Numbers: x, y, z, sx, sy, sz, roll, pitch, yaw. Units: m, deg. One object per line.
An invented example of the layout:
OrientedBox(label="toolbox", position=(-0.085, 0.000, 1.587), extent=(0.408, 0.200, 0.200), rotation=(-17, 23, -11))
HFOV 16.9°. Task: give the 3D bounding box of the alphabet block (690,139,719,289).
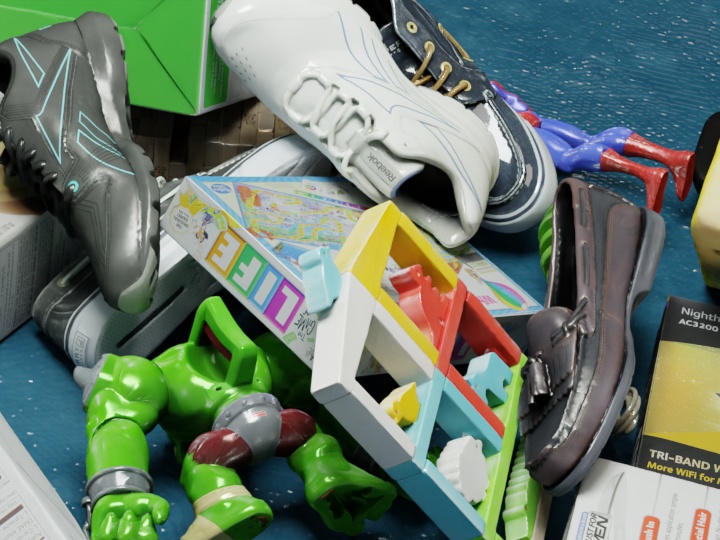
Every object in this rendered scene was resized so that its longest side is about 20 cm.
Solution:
OrientedBox(label="alphabet block", position=(0.312, -0.062, 1.362), extent=(0.199, 0.196, 0.197), rotation=(19, 82, 13))

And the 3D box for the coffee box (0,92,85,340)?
OrientedBox(label="coffee box", position=(-0.235, -0.016, 1.342), extent=(0.113, 0.080, 0.200), rotation=(29, 43, 19))

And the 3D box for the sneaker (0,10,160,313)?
OrientedBox(label="sneaker", position=(-0.155, -0.054, 1.307), extent=(0.079, 0.076, 0.201), rotation=(-6, 50, -16))

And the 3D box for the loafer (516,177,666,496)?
OrientedBox(label="loafer", position=(0.109, 0.031, 1.284), extent=(0.063, 0.072, 0.201), rotation=(33, 46, -12))

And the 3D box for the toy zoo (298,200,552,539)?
OrientedBox(label="toy zoo", position=(0.036, 0.056, 1.234), extent=(0.020, 0.200, 0.132), rotation=(-22, 33, 32))

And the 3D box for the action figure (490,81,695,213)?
OrientedBox(label="action figure", position=(0.107, -0.081, 1.512), extent=(0.199, 0.052, 0.065), rotation=(25, 36, 26))

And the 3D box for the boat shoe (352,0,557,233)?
OrientedBox(label="boat shoe", position=(0.038, -0.107, 1.461), extent=(0.071, 0.091, 0.201), rotation=(-42, 58, 6))

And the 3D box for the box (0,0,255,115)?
OrientedBox(label="box", position=(-0.143, -0.168, 1.465), extent=(0.199, 0.097, 0.176), rotation=(11, 16, 20))

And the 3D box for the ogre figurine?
OrientedBox(label="ogre figurine", position=(-0.061, 0.084, 1.244), extent=(0.199, 0.098, 0.120), rotation=(-21, 58, -15))

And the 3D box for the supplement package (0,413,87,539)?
OrientedBox(label="supplement package", position=(-0.192, 0.130, 1.121), extent=(0.109, 0.114, 0.200), rotation=(-38, 52, -5))

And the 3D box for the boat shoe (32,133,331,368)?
OrientedBox(label="boat shoe", position=(-0.102, -0.023, 1.366), extent=(0.071, 0.072, 0.200), rotation=(33, 56, 30))

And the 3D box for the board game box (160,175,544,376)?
OrientedBox(label="board game box", position=(0.000, 0.000, 1.329), extent=(0.134, 0.034, 0.199), rotation=(42, 23, 26))

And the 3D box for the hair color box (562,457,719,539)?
OrientedBox(label="hair color box", position=(0.194, 0.173, 1.210), extent=(0.199, 0.064, 0.111), rotation=(15, 39, 6))

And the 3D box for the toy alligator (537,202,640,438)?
OrientedBox(label="toy alligator", position=(0.128, 0.012, 1.379), extent=(0.054, 0.059, 0.201), rotation=(30, 34, -21))

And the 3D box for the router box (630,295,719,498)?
OrientedBox(label="router box", position=(0.249, 0.101, 1.314), extent=(0.199, 0.052, 0.158), rotation=(13, 39, 5))

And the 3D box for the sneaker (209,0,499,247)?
OrientedBox(label="sneaker", position=(0.001, -0.088, 1.363), extent=(0.199, 0.075, 0.087), rotation=(33, 27, -19))

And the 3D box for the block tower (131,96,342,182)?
OrientedBox(label="block tower", position=(-0.102, -0.071, 1.447), extent=(0.198, 0.058, 0.054), rotation=(4, 39, -2))

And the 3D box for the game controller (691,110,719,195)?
OrientedBox(label="game controller", position=(0.305, -0.049, 1.508), extent=(0.199, 0.042, 0.104), rotation=(15, 26, 9))
